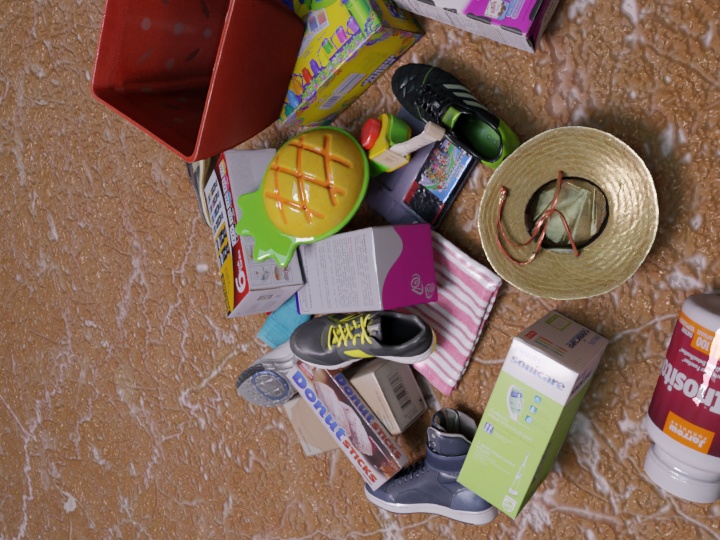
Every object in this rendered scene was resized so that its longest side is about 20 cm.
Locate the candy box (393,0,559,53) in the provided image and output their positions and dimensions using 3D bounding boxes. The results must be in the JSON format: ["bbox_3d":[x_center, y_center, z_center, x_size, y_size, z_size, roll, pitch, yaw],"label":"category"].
[{"bbox_3d":[0.141,-0.356,0.844,0.197,0.061,0.139,29,95,24],"label":"candy box"}]

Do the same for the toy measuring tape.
[{"bbox_3d":[0.049,-0.170,0.895,0.199,0.072,0.075,-16,91,64],"label":"toy measuring tape"}]

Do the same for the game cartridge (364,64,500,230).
[{"bbox_3d":[0.086,-0.148,0.958,0.129,0.038,0.202,42,119,24],"label":"game cartridge"}]

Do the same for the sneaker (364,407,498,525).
[{"bbox_3d":[0.087,0.261,0.999,0.198,0.077,0.150,-2,108,29],"label":"sneaker"}]

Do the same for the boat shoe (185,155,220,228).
[{"bbox_3d":[-0.244,-0.166,1.151,0.064,0.072,0.206,-2,95,43],"label":"boat shoe"}]

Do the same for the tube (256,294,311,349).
[{"bbox_3d":[-0.100,0.054,1.111,0.077,0.050,0.202,39,122,18],"label":"tube"}]

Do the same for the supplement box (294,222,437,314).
[{"bbox_3d":[0.000,0.000,0.958,0.198,0.099,0.106,-9,87,55],"label":"supplement box"}]

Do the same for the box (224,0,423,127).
[{"bbox_3d":[-0.057,-0.332,0.960,0.199,0.121,0.196,-35,81,33],"label":"box"}]

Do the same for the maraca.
[{"bbox_3d":[-0.076,-0.096,0.925,0.199,0.107,0.138,-40,72,9],"label":"maraca"}]

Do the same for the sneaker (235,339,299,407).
[{"bbox_3d":[-0.100,0.137,1.086,0.197,0.087,0.075,-28,105,16],"label":"sneaker"}]

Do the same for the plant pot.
[{"bbox_3d":[-0.182,-0.269,0.878,0.198,0.175,0.204,33,116,25],"label":"plant pot"}]

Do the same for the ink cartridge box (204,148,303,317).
[{"bbox_3d":[-0.164,-0.044,1.048,0.175,0.082,0.205,-40,60,60],"label":"ink cartridge box"}]

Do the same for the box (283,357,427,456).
[{"bbox_3d":[-0.011,0.195,1.043,0.198,0.077,0.097,-27,91,40],"label":"box"}]

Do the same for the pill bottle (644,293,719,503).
[{"bbox_3d":[0.376,0.139,0.776,0.111,0.112,0.205,19,109,28],"label":"pill bottle"}]

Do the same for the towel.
[{"bbox_3d":[0.097,0.055,0.973,0.145,0.030,0.204,33,125,23],"label":"towel"}]

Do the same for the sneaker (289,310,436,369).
[{"bbox_3d":[0.002,0.079,0.939,0.194,0.085,0.076,-4,68,2],"label":"sneaker"}]

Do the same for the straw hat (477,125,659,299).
[{"bbox_3d":[0.241,-0.067,0.839,0.196,0.085,0.207,3,98,22],"label":"straw hat"}]

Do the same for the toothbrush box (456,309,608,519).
[{"bbox_3d":[0.210,0.169,0.871,0.085,0.145,0.204,28,114,25],"label":"toothbrush box"}]

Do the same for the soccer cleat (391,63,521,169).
[{"bbox_3d":[0.110,-0.192,0.869,0.199,0.081,0.068,40,110,19],"label":"soccer cleat"}]

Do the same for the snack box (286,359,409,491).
[{"bbox_3d":[-0.020,0.199,0.984,0.201,0.024,0.072,51,129,11],"label":"snack box"}]
